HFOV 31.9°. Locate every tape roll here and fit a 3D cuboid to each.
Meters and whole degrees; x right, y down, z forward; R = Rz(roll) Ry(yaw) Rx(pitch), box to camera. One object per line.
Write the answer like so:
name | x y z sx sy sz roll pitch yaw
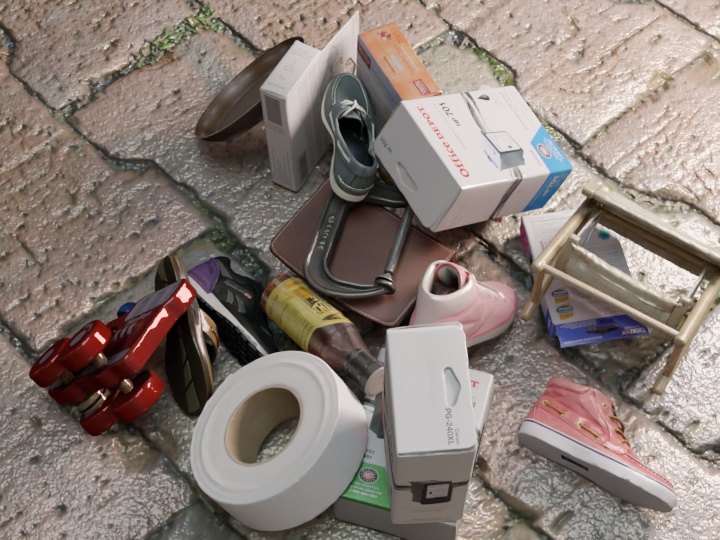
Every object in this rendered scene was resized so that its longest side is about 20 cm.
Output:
tape roll | -0.095 0.193 1.444 0.202 0.071 0.203 -19 46 21

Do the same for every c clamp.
c clamp | 0.025 -0.043 1.543 0.171 0.027 0.200 19 62 13

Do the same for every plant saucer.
plant saucer | -0.144 -0.242 1.724 0.032 0.200 0.200 48 62 -22

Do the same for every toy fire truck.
toy fire truck | -0.290 0.094 1.507 0.112 0.200 0.168 47 51 -16

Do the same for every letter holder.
letter holder | 0.000 0.000 1.594 0.200 0.101 0.142 32 66 19

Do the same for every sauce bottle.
sauce bottle | -0.040 0.077 1.503 0.066 0.066 0.200 -37 53 -19

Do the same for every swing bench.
swing bench | 0.330 0.004 1.521 0.199 0.130 0.200 29 61 16

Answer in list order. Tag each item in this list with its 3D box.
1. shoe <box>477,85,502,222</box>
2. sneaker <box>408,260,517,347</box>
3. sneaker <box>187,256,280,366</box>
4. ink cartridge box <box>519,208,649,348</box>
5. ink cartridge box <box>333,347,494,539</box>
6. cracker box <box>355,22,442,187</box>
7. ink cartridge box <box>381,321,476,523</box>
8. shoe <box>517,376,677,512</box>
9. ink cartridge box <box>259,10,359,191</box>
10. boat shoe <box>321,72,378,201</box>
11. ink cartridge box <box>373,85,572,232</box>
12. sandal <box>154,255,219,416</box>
shoe | 0.175 -0.156 1.697 0.091 0.072 0.200 17 62 5
sneaker | 0.132 0.030 1.529 0.075 0.105 0.200 24 32 33
sneaker | -0.142 0.052 1.581 0.088 0.076 0.200 -34 64 -25
ink cartridge box | 0.285 0.012 1.613 0.119 0.042 0.200 -8 57 -6
ink cartridge box | 0.065 0.205 1.473 0.146 0.083 0.200 13 59 9
cracker box | 0.046 -0.208 1.659 0.058 0.200 0.134 -22 61 -15
ink cartridge box | 0.069 0.165 1.331 0.083 0.200 0.145 -3 59 -2
shoe | 0.291 0.201 1.477 0.200 0.072 0.091 26 68 21
ink cartridge box | -0.063 -0.230 1.677 0.045 0.200 0.176 26 62 16
boat shoe | -0.006 -0.181 1.586 0.073 0.062 0.200 11 53 -18
ink cartridge box | 0.139 -0.140 1.552 0.200 0.086 0.147 -13 61 -40
sandal | -0.207 0.078 1.551 0.055 0.082 0.200 -1 68 -40
